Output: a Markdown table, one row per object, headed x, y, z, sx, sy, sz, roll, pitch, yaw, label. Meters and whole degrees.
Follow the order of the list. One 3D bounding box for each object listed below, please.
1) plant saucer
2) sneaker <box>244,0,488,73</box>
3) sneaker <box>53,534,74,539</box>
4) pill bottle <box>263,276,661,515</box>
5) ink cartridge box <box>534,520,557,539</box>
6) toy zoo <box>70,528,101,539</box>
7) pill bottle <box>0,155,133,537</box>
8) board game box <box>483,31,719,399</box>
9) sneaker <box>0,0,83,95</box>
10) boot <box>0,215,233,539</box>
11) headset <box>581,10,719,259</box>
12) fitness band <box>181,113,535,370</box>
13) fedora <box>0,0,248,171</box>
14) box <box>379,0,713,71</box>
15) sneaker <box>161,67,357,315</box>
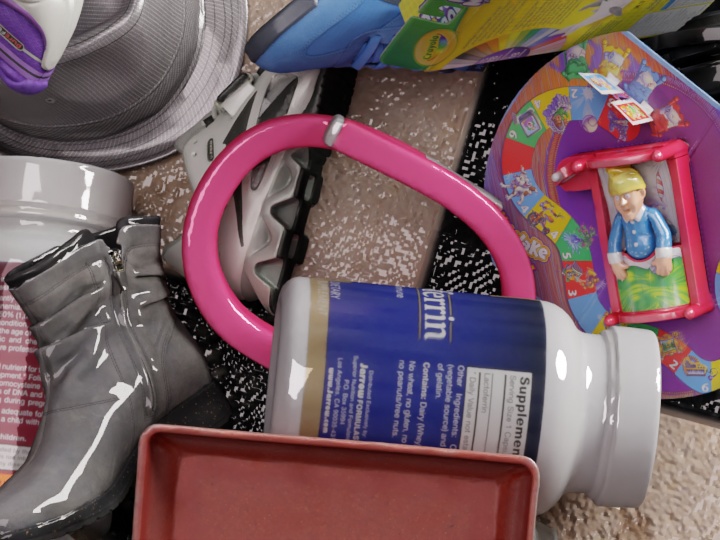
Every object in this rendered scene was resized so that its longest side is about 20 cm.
| x | y | z | sx | sy | sz | roll | pitch | yaw | label |
| --- | --- | --- | --- | --- | --- | --- | --- | --- | --- |
| -0.017 | 0.180 | 1.377 | 0.199 | 0.037 | 0.201 | 5 | 97 | 1 | plant saucer |
| 0.030 | -0.137 | 1.494 | 0.200 | 0.066 | 0.079 | -25 | 86 | -32 | sneaker |
| -0.179 | 0.238 | 1.415 | 0.080 | 0.070 | 0.201 | 30 | 91 | 21 | sneaker |
| 0.052 | 0.069 | 1.433 | 0.199 | 0.116 | 0.116 | 6 | 80 | -5 | pill bottle |
| 0.001 | 0.207 | 1.466 | 0.199 | 0.083 | 0.147 | -2 | 79 | 13 | ink cartridge box |
| -0.139 | 0.255 | 1.445 | 0.131 | 0.020 | 0.200 | -41 | 69 | 10 | toy zoo |
| -0.184 | 0.044 | 1.530 | 0.114 | 0.114 | 0.201 | 3 | 80 | 15 | pill bottle |
| 0.144 | -0.024 | 1.463 | 0.200 | 0.039 | 0.158 | 41 | 118 | 18 | board game box |
| -0.243 | -0.154 | 1.520 | 0.200 | 0.081 | 0.084 | 28 | 106 | 33 | sneaker |
| -0.159 | 0.058 | 1.438 | 0.070 | 0.200 | 0.132 | -13 | 106 | 37 | boot |
| 0.217 | -0.088 | 1.488 | 0.200 | 0.094 | 0.124 | -34 | 79 | 22 | headset |
| 0.000 | 0.000 | 1.491 | 0.200 | 0.037 | 0.144 | 28 | 96 | -7 | fitness band |
| -0.172 | -0.149 | 1.577 | 0.199 | 0.090 | 0.177 | 10 | 82 | 16 | fedora |
| 0.110 | -0.157 | 1.442 | 0.200 | 0.117 | 0.048 | -13 | 72 | -31 | box |
| -0.058 | -0.083 | 1.544 | 0.088 | 0.074 | 0.201 | 17 | 83 | 15 | sneaker |
